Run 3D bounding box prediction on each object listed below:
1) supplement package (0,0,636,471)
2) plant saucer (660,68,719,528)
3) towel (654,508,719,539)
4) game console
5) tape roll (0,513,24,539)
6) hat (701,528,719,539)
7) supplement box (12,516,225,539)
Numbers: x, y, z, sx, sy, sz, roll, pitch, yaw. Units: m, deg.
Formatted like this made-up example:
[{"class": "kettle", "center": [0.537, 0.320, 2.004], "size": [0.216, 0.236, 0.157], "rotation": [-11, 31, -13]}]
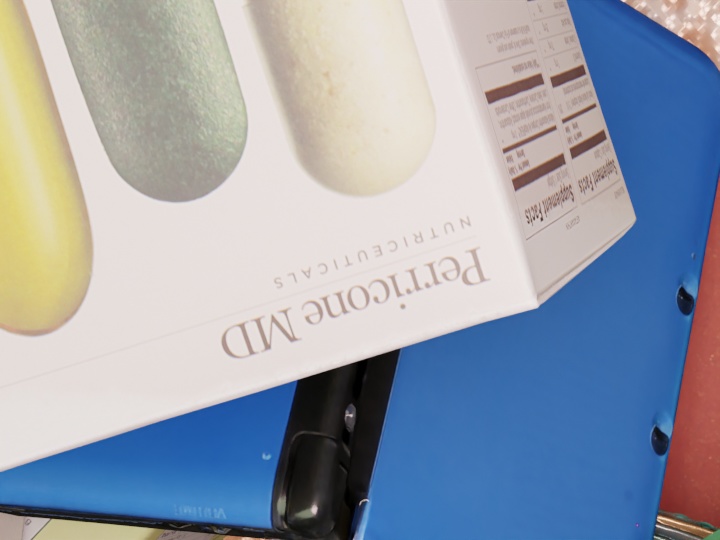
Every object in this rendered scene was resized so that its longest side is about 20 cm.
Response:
[{"class": "supplement package", "center": [-0.043, -0.075, 0.660], "size": [0.151, 0.151, 0.201], "rotation": [-17, 93, 15]}, {"class": "plant saucer", "center": [0.170, 0.044, 0.871], "size": [0.198, 0.037, 0.202], "rotation": [7, 96, 16]}, {"class": "towel", "center": [0.139, 0.153, 0.862], "size": [0.199, 0.022, 0.147], "rotation": [18, 123, 8]}, {"class": "game console", "center": [0.000, 0.000, 0.815], "size": [0.170, 0.118, 0.201], "rotation": [3, 64, 24]}, {"class": "tape roll", "center": [-0.213, 0.066, 0.792], "size": [0.201, 0.139, 0.204], "rotation": [2, 95, 17]}, {"class": "hat", "center": [0.110, 0.143, 0.845], "size": [0.199, 0.176, 0.166], "rotation": [-35, 99, -6]}, {"class": "supplement box", "center": [-0.134, 0.030, 0.908], "size": [0.200, 0.134, 0.200], "rotation": [-45, 81, 14]}]
